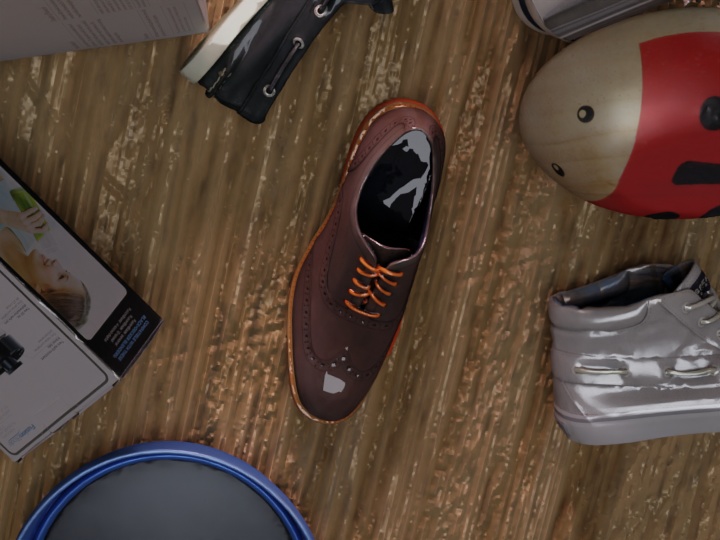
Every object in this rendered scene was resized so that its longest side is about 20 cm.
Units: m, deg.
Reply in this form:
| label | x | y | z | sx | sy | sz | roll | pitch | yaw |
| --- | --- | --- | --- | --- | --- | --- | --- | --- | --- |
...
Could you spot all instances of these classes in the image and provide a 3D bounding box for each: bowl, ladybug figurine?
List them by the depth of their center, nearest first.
| label | x | y | z | sx | sy | sz | roll | pitch | yaw |
| --- | --- | --- | --- | --- | --- | --- | --- | --- | --- |
| ladybug figurine | 0.188 | -0.080 | 0.906 | 0.198 | 0.072 | 0.136 | -3 | 138 | -17 |
| bowl | -0.119 | 0.201 | 0.995 | 0.198 | 0.039 | 0.203 | -1 | 102 | -3 |

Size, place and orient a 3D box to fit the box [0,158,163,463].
| label | x | y | z | sx | sy | sz | roll | pitch | yaw |
| --- | --- | --- | --- | --- | --- | --- | --- | --- | --- |
| box | -0.223 | 0.002 | 0.911 | 0.200 | 0.060 | 0.116 | 45 | 128 | -10 |

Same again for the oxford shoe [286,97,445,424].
| label | x | y | z | sx | sy | sz | roll | pitch | yaw |
| --- | --- | --- | --- | --- | --- | --- | --- | --- | --- |
| oxford shoe | 0.000 | 0.000 | 0.940 | 0.070 | 0.073 | 0.202 | 13 | 102 | -7 |

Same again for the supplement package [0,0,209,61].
| label | x | y | z | sx | sy | sz | roll | pitch | yaw |
| --- | --- | --- | --- | --- | --- | --- | --- | --- | --- |
| supplement package | -0.189 | -0.194 | 0.815 | 0.198 | 0.191 | 0.149 | -8 | 88 | -2 |

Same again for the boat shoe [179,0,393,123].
| label | x | y | z | sx | sy | sz | roll | pitch | yaw |
| --- | --- | --- | --- | --- | --- | --- | --- | --- | --- |
| boat shoe | -0.012 | -0.161 | 0.904 | 0.199 | 0.075 | 0.066 | -45 | 103 | 7 |

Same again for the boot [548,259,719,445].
| label | x | y | z | sx | sy | sz | roll | pitch | yaw |
| --- | --- | --- | --- | --- | --- | --- | --- | --- | --- |
| boot | 0.210 | 0.041 | 0.959 | 0.198 | 0.074 | 0.097 | -10 | 110 | 0 |

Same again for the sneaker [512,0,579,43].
| label | x | y | z | sx | sy | sz | roll | pitch | yaw |
| --- | --- | --- | --- | --- | --- | --- | --- | --- | --- |
| sneaker | 0.119 | -0.229 | 0.894 | 0.076 | 0.081 | 0.202 | -6 | 101 | 0 |

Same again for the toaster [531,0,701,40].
| label | x | y | z | sx | sy | sz | roll | pitch | yaw |
| --- | --- | --- | --- | --- | --- | --- | --- | --- | --- |
| toaster | 0.148 | -0.225 | 0.802 | 0.199 | 0.118 | 0.182 | -28 | 94 | -36 |
